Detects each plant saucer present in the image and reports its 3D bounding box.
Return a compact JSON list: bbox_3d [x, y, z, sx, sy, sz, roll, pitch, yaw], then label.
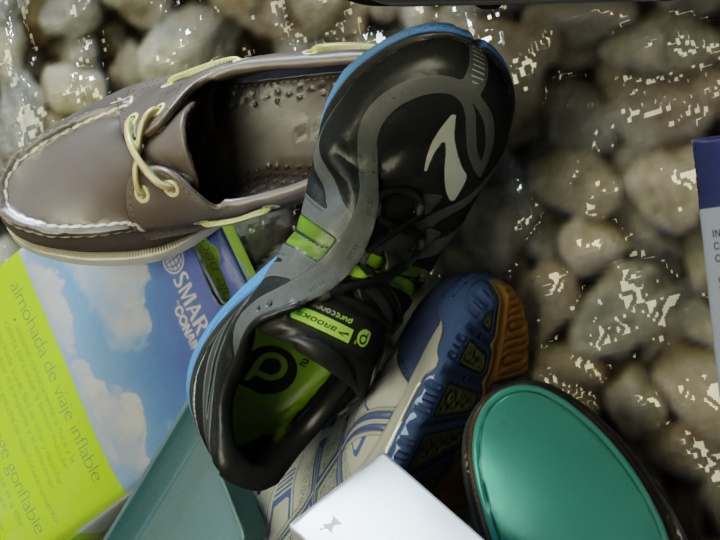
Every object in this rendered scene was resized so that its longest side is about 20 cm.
[{"bbox_3d":[-0.089,0.137,1.067,0.200,0.019,0.070,-56,46,42],"label":"plant saucer"}]

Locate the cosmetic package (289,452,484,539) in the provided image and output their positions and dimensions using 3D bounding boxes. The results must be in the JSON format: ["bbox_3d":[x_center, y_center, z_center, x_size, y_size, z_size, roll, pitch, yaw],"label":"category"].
[{"bbox_3d":[0.065,0.176,0.900,0.200,0.052,0.151,39,158,36],"label":"cosmetic package"}]

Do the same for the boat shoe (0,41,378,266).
[{"bbox_3d":[-0.057,-0.048,0.998,0.199,0.059,0.072,-10,79,15],"label":"boat shoe"}]

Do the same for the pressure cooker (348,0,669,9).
[{"bbox_3d":[0.037,-0.180,0.887,0.199,0.178,0.177,2,97,37],"label":"pressure cooker"}]

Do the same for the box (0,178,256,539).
[{"bbox_3d":[-0.108,0.039,1.093,0.200,0.048,0.123,-36,72,32],"label":"box"}]

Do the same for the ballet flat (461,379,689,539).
[{"bbox_3d":[0.103,0.130,0.921,0.073,0.073,0.200,-46,70,30],"label":"ballet flat"}]

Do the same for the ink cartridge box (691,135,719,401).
[{"bbox_3d":[0.179,0.014,0.876,0.119,0.042,0.202,-7,87,38],"label":"ink cartridge box"}]

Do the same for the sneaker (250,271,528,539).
[{"bbox_3d":[-0.004,0.081,0.999,0.088,0.075,0.201,35,111,34],"label":"sneaker"}]

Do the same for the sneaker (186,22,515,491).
[{"bbox_3d":[0.000,0.000,0.932,0.200,0.070,0.083,-58,22,24],"label":"sneaker"}]
